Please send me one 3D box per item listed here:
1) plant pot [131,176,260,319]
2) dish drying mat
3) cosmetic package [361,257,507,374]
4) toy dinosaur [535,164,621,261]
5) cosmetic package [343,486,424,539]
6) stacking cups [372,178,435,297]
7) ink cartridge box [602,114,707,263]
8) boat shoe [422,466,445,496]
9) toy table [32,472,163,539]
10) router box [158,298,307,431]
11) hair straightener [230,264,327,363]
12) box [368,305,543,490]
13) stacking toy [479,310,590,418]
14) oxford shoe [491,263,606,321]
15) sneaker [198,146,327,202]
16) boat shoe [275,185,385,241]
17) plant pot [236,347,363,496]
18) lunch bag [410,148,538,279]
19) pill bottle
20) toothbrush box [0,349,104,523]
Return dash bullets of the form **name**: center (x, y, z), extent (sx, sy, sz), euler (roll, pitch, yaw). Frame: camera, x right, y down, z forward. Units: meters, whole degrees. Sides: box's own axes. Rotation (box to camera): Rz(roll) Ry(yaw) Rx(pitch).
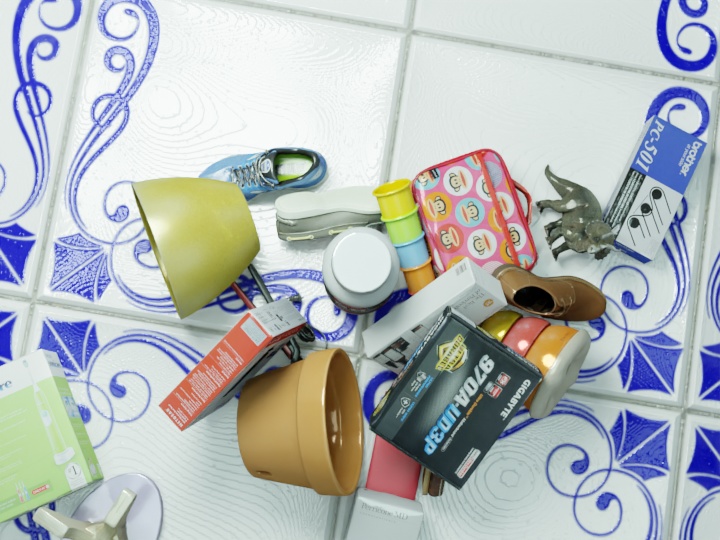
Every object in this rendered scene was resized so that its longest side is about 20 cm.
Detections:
- **plant pot**: center (-0.224, -0.051, 1.511), extent (0.140, 0.200, 0.203), euler (-21, 84, -13)
- **dish drying mat**: center (0.052, 0.284, 1.559), extent (0.076, 0.018, 0.203), euler (12, 82, 0)
- **cosmetic package**: center (0.103, 0.070, 1.508), extent (0.199, 0.082, 0.051), euler (-37, 46, 25)
- **toy dinosaur**: center (0.320, -0.076, 1.582), extent (0.101, 0.077, 0.202), euler (-19, 47, 14)
- **cosmetic package**: center (0.017, 0.419, 1.501), extent (0.100, 0.071, 0.203), euler (14, 90, -1)
- **stacking cups**: center (0.075, -0.031, 1.555), extent (0.060, 0.061, 0.202), euler (-21, 110, -5)
- **ink cartridge box**: center (0.437, -0.122, 1.611), extent (0.093, 0.044, 0.202), euler (27, 82, 0)
- **boat shoe**: center (0.134, 0.229, 1.542), extent (0.069, 0.070, 0.203), euler (11, 82, 4)
- **toy table**: center (-0.361, 0.379, 1.483), extent (0.181, 0.117, 0.203), euler (21, 83, 1)
- **router box**: center (-0.170, 0.124, 1.462), extent (0.049, 0.200, 0.180), euler (45, 100, 4)
- **hair straightener**: center (-0.110, 0.066, 1.569), extent (0.077, 0.041, 0.201), euler (-38, 85, -6)
- **box**: center (0.128, 0.174, 1.457), extent (0.158, 0.046, 0.201), euler (34, 102, -5)
- **stacking toy**: center (0.222, 0.105, 1.552), extent (0.199, 0.146, 0.147), euler (34, 82, 21)
- **oxford shoe**: center (0.282, 0.047, 1.545), extent (0.197, 0.071, 0.072), euler (10, 111, -25)
- **sneaker**: center (-0.148, -0.149, 1.572), extent (0.197, 0.089, 0.080), euler (-13, 83, -1)
- **boat shoe**: center (-0.029, -0.082, 1.582), extent (0.198, 0.072, 0.061), euler (-5, 123, -15)
- **plant pot**: center (-0.086, 0.214, 1.486), extent (0.138, 0.200, 0.204), euler (-5, 82, 13)
- **lunch bag**: center (0.176, -0.072, 1.582), extent (0.174, 0.082, 0.203), euler (-20, 86, -8)
- **pill bottle**: center (0.000, 0.000, 1.502), extent (0.109, 0.200, 0.113), euler (0, 83, -1)
- **toothbrush box**: center (-0.472, 0.234, 1.513), extent (0.144, 0.086, 0.202), euler (-24, 85, -4)
